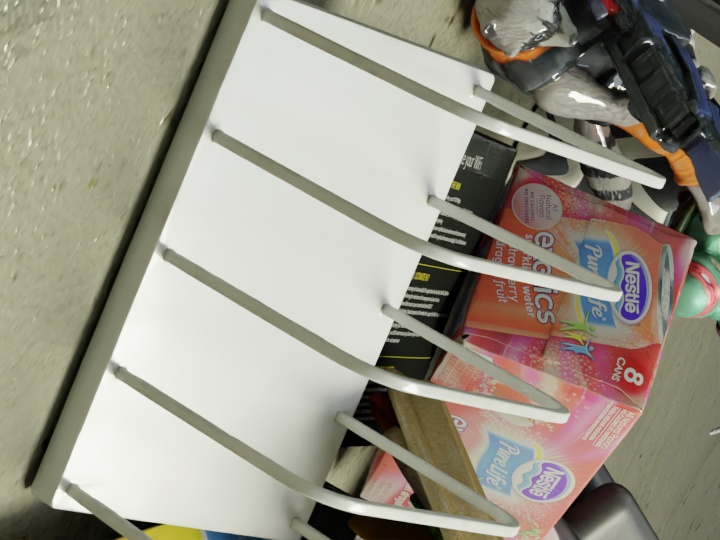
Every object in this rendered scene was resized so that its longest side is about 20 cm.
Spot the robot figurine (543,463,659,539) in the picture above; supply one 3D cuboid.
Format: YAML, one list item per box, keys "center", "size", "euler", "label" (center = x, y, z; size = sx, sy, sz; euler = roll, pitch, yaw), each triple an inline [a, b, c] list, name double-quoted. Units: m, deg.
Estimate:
- center: [0.064, 0.182, 1.466]
  size: [0.200, 0.125, 0.150]
  euler: [-36, 178, -3]
  label: "robot figurine"

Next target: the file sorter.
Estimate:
- center: [0.003, 0.022, 0.991]
  size: [0.139, 0.124, 0.200]
  euler: [14, 101, -50]
  label: "file sorter"

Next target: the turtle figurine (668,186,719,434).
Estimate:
- center: [0.202, -0.011, 1.378]
  size: [0.200, 0.100, 0.150]
  euler: [-42, 153, -50]
  label: "turtle figurine"

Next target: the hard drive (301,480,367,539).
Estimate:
- center: [-0.052, 0.200, 1.258]
  size: [0.200, 0.038, 0.140]
  euler: [-58, 167, -14]
  label: "hard drive"

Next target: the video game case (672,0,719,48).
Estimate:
- center: [0.222, -0.171, 1.392]
  size: [0.181, 0.200, 0.026]
  euler: [-54, 177, -37]
  label: "video game case"

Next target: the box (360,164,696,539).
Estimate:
- center: [0.078, 0.051, 1.334]
  size: [0.200, 0.094, 0.103]
  euler: [117, -5, -60]
  label: "box"

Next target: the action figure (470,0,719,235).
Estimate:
- center: [0.117, -0.076, 1.272]
  size: [0.104, 0.200, 0.193]
  euler: [-34, 137, 17]
  label: "action figure"

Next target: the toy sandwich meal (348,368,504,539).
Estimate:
- center: [0.032, 0.139, 1.126]
  size: [0.070, 0.206, 0.205]
  euler: [-23, 162, 1]
  label: "toy sandwich meal"

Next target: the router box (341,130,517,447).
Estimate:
- center: [0.000, 0.000, 1.176]
  size: [0.150, 0.051, 0.200]
  euler: [-68, 165, 3]
  label: "router box"

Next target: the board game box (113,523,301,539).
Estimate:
- center: [-0.055, 0.171, 1.052]
  size: [0.040, 0.153, 0.200]
  euler: [-29, 173, 21]
  label: "board game box"

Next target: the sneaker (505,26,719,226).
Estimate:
- center: [0.176, -0.094, 1.488]
  size: [0.199, 0.129, 0.080]
  euler: [-59, 166, -21]
  label: "sneaker"
